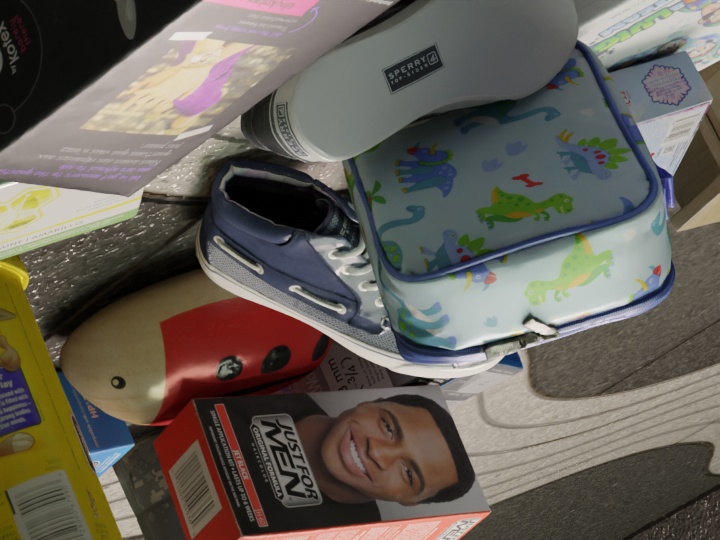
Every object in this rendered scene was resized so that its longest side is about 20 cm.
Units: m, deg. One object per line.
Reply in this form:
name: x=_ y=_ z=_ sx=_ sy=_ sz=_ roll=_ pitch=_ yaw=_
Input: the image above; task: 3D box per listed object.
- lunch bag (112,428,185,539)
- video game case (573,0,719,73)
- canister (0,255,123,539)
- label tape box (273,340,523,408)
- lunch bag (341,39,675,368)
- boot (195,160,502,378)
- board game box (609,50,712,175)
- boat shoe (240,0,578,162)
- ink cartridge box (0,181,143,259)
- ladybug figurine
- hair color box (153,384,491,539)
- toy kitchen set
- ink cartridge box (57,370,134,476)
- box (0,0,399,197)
lunch bag: x=-0.085 y=0.165 z=1.716 sx=0.164 sy=0.118 sz=0.200 roll=-27 pitch=169 yaw=8
video game case: x=0.187 y=-0.151 z=1.282 sx=0.200 sy=0.024 sz=0.182 roll=-28 pitch=163 yaw=13
canister: x=-0.223 y=0.096 z=1.155 sx=0.148 sy=0.200 sz=0.087 roll=-27 pitch=163 yaw=9
label tape box: x=-0.001 y=0.085 z=1.515 sx=0.200 sy=0.063 sz=0.144 roll=-29 pitch=164 yaw=17
lunch bag: x=0.077 y=-0.042 z=1.143 sx=0.161 sy=0.200 sz=0.083 roll=-17 pitch=127 yaw=-1
boot: x=0.000 y=0.000 z=1.253 sx=0.200 sy=0.073 sz=0.090 roll=18 pitch=155 yaw=-1
board game box: x=0.102 y=-0.045 z=1.352 sx=0.199 sy=0.041 sz=0.200 roll=-17 pitch=156 yaw=-17
boat shoe: x=0.026 y=-0.107 z=1.126 sx=0.200 sy=0.072 sz=0.068 roll=-29 pitch=-164 yaw=-30
ink cartridge box: x=-0.171 y=-0.061 z=1.022 sx=0.145 sy=0.048 sz=0.200 roll=-18 pitch=165 yaw=-18
ladybug figurine: x=-0.094 y=0.048 z=1.387 sx=0.200 sy=0.072 sz=0.136 roll=-16 pitch=161 yaw=-26
hair color box: x=-0.023 y=0.133 z=1.378 sx=0.200 sy=0.102 sz=0.061 roll=-1 pitch=148 yaw=-38
toy kitchen set: x=0.335 y=-0.079 z=1.465 sx=0.200 sy=0.163 sz=0.180 roll=-13 pitch=160 yaw=-34
ink cartridge box: x=-0.267 y=0.129 z=1.427 sx=0.200 sy=0.067 sz=0.116 roll=-8 pitch=155 yaw=-44
box: x=-0.072 y=-0.130 z=0.811 sx=0.200 sy=0.122 sz=0.106 roll=-32 pitch=162 yaw=26
